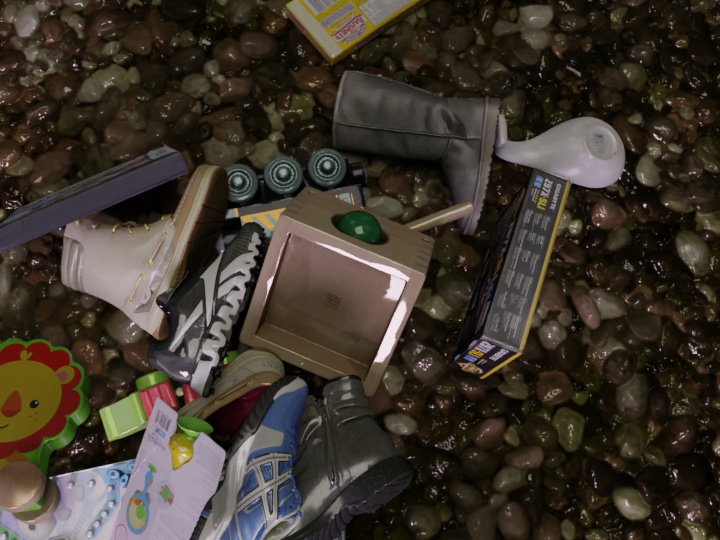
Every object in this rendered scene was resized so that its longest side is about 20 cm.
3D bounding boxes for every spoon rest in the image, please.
[{"bbox_3d":[0.254,-0.159,0.909,0.199,0.061,0.100,5,73,-18],"label":"spoon rest"}]

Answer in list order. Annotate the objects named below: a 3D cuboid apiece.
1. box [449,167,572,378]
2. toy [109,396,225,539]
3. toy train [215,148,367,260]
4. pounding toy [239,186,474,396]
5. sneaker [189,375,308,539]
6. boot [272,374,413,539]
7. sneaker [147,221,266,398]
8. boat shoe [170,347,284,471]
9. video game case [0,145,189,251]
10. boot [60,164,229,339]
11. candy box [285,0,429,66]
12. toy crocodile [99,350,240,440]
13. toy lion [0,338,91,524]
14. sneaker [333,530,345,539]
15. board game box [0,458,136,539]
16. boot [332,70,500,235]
[{"bbox_3d":[0.164,0.009,0.786,0.049,0.160,0.201,21,71,0],"label":"box"},{"bbox_3d":[-0.179,0.236,0.674,0.115,0.047,0.201,23,101,38],"label":"toy"},{"bbox_3d":[-0.084,-0.072,0.831,0.199,0.085,0.115,-12,84,-9],"label":"toy train"},{"bbox_3d":[0.000,0.000,0.763,0.183,0.142,0.201,23,115,1],"label":"pounding toy"},{"bbox_3d":[-0.083,0.191,0.633,0.077,0.076,0.201,15,62,11],"label":"sneaker"},{"bbox_3d":[-0.058,0.200,0.692,0.199,0.068,0.131,-32,59,-10],"label":"boot"},{"bbox_3d":[-0.161,0.025,0.729,0.090,0.067,0.201,19,62,-4],"label":"sneaker"},{"bbox_3d":[-0.151,0.168,0.721,0.074,0.066,0.200,35,98,-25],"label":"boat shoe"},{"bbox_3d":[-0.290,-0.085,0.767,0.199,0.181,0.026,-26,109,-13],"label":"video game case"},{"bbox_3d":[-0.241,-0.044,0.778,0.154,0.072,0.201,25,99,13],"label":"boot"},{"bbox_3d":[0.007,-0.370,0.957,0.200,0.026,0.102,-37,82,-15],"label":"candy box"},{"bbox_3d":[-0.182,0.132,0.765,0.199,0.062,0.068,-17,75,-10],"label":"toy crocodile"},{"bbox_3d":[-0.385,0.163,0.725,0.199,0.069,0.193,-6,57,-6],"label":"toy lion"},{"bbox_3d":[-0.074,0.255,0.736,0.114,0.081,0.201,-5,70,0],"label":"sneaker"},{"bbox_3d":[-0.308,0.312,0.716,0.199,0.026,0.201,-10,75,-9],"label":"board game box"},{"bbox_3d":[0.062,-0.145,0.866,0.199,0.073,0.183,7,97,6],"label":"boot"}]
